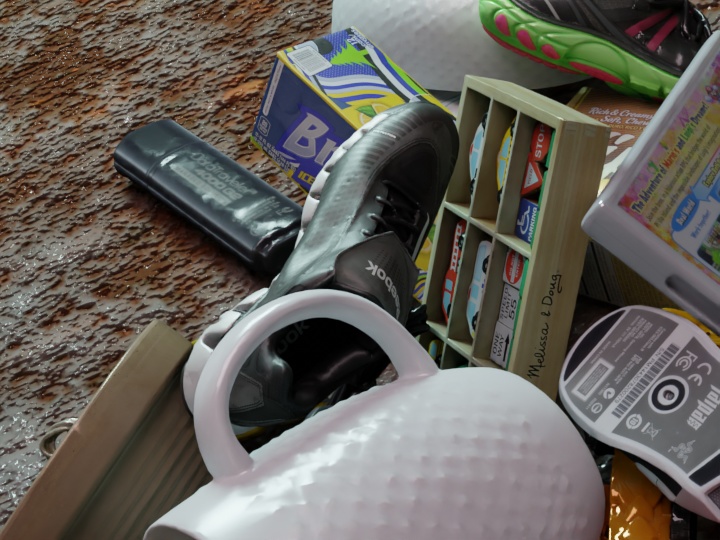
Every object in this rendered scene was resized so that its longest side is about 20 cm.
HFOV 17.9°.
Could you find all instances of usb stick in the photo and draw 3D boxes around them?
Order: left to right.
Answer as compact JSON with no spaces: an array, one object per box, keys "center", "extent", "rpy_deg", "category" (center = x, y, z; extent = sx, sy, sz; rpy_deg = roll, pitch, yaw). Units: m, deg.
[{"center":[-0.093,-0.048,1.446],"extent":[0.055,0.033,0.200],"rpy_deg":[-29,35,-21],"category":"usb stick"}]

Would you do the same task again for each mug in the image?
[{"center":[0.004,0.104,1.006],"extent":[0.175,0.200,0.148],"rpy_deg":[-33,7,-26],"category":"mug"}]

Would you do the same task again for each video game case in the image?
[{"center":[0.215,-0.018,1.124],"extent":[0.182,0.024,0.200],"rpy_deg":[38,40,1],"category":"video game case"}]

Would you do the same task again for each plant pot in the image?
[{"center":[-0.123,0.132,1.143],"extent":[0.201,0.093,0.201],"rpy_deg":[-55,2,3],"category":"plant pot"}]

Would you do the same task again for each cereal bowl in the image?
[{"center":[0.080,-0.183,1.435],"extent":[0.200,0.083,0.200],"rpy_deg":[-2,26,1],"category":"cereal bowl"}]

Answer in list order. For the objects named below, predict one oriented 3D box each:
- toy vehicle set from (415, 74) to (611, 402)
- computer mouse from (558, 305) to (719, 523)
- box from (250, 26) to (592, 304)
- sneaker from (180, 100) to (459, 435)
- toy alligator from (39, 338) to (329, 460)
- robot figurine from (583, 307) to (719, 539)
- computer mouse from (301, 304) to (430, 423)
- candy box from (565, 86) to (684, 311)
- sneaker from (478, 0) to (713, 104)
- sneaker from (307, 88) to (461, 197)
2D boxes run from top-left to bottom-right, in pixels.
[{"center":[0.068,0.011,1.141],"extent":[0.026,0.200,0.124],"rpy_deg":[6,11,-21],"category":"toy vehicle set"},{"center":[0.170,0.079,1.024],"extent":[0.110,0.044,0.200],"rpy_deg":[-48,45,-4],"category":"computer mouse"},{"center":[0.030,-0.046,1.270],"extent":[0.064,0.070,0.200],"rpy_deg":[-23,56,-39],"category":"box"},{"center":[0.000,0.000,1.096],"extent":[0.200,0.066,0.090],"rpy_deg":[-53,26,-20],"category":"sneaker"},{"center":[-0.080,0.069,1.275],"extent":[0.200,0.059,0.054],"rpy_deg":[-19,-7,10],"category":"toy alligator"},{"center":[0.171,0.090,1.100],"extent":[0.145,0.058,0.200],"rpy_deg":[-2,40,13],"category":"robot figurine"},{"center":[-0.012,0.090,1.135],"extent":[0.046,0.140,0.200],"rpy_deg":[31,30,3],"category":"computer mouse"},{"center":[0.172,-0.033,1.267],"extent":[0.200,0.055,0.115],"rpy_deg":[18,50,42],"category":"candy box"},{"center":[0.170,-0.141,1.323],"extent":[0.077,0.200,0.084],"rpy_deg":[174,117,-82],"category":"sneaker"},{"center":[0.032,-0.058,1.363],"extent":[0.080,0.070,0.200],"rpy_deg":[7,44,30],"category":"sneaker"}]
